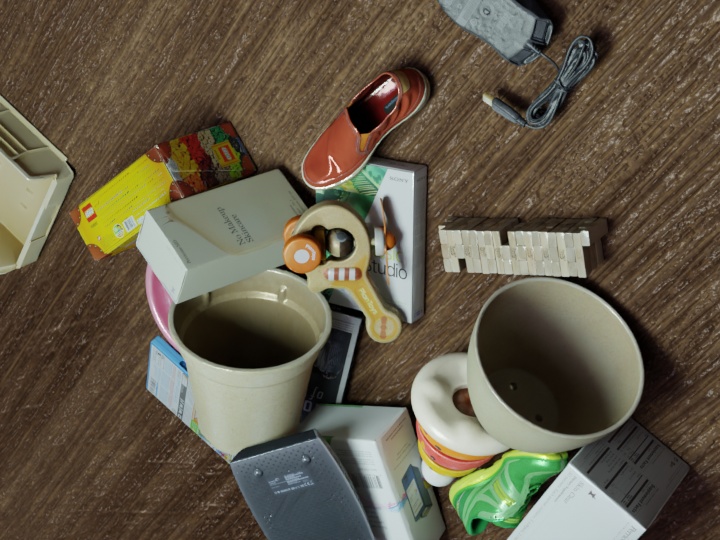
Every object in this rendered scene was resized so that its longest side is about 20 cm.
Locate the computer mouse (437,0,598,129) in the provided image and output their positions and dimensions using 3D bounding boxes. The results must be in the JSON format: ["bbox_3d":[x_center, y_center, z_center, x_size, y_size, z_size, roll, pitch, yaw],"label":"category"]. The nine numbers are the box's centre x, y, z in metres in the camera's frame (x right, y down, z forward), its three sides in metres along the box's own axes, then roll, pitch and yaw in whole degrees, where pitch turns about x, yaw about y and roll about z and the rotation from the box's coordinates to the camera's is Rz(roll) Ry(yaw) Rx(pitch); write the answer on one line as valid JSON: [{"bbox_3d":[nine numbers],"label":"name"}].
[{"bbox_3d":[0.160,-0.250,1.439,0.200,0.046,0.141,36,129,11],"label":"computer mouse"}]

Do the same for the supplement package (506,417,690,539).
[{"bbox_3d":[0.264,0.289,1.517,0.111,0.156,0.200,39,125,13],"label":"supplement package"}]

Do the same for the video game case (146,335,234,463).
[{"bbox_3d":[-0.228,0.195,1.863,0.200,0.018,0.143,40,148,14],"label":"video game case"}]

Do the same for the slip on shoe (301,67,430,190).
[{"bbox_3d":[-0.004,-0.170,1.545,0.200,0.061,0.074,-40,67,28],"label":"slip on shoe"}]

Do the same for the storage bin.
[{"bbox_3d":[-0.544,-0.128,1.924,0.199,0.094,0.200,42,126,12],"label":"storage bin"}]

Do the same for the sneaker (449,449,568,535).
[{"bbox_3d":[0.191,0.271,1.602,0.200,0.074,0.084,-41,58,46],"label":"sneaker"}]

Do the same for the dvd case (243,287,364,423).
[{"bbox_3d":[-0.087,0.122,1.734,0.150,0.025,0.200,15,119,4],"label":"dvd case"}]

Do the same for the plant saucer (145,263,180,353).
[{"bbox_3d":[-0.206,0.034,1.793,0.200,0.051,0.201,13,115,28],"label":"plant saucer"}]

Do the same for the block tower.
[{"bbox_3d":[0.184,-0.028,1.504,0.200,0.054,0.058,1,110,34],"label":"block tower"}]

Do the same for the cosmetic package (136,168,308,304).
[{"bbox_3d":[-0.165,-0.045,1.622,0.104,0.200,0.073,52,142,21],"label":"cosmetic package"}]

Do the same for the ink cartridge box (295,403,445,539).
[{"bbox_3d":[0.010,0.281,1.712,0.145,0.087,0.200,-3,116,35],"label":"ink cartridge box"}]

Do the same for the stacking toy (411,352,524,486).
[{"bbox_3d":[0.118,0.212,1.620,0.146,0.146,0.200,35,141,17],"label":"stacking toy"}]

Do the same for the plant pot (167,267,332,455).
[{"bbox_3d":[-0.139,0.126,1.640,0.200,0.200,0.184,24,133,23],"label":"plant pot"}]

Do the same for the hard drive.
[{"bbox_3d":[-0.068,0.289,1.642,0.135,0.042,0.200,-17,119,14],"label":"hard drive"}]

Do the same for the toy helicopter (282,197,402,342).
[{"bbox_3d":[0.000,0.000,1.584,0.132,0.079,0.200,-29,111,9],"label":"toy helicopter"}]

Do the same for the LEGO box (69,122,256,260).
[{"bbox_3d":[-0.260,-0.103,1.708,0.200,0.149,0.077,-30,88,38],"label":"LEGO box"}]

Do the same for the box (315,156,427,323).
[{"bbox_3d":[0.012,-0.044,1.624,0.144,0.036,0.201,13,114,29],"label":"box"}]

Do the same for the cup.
[{"bbox_3d":[0.202,0.128,1.484,0.200,0.200,0.143,43,147,12],"label":"cup"}]
